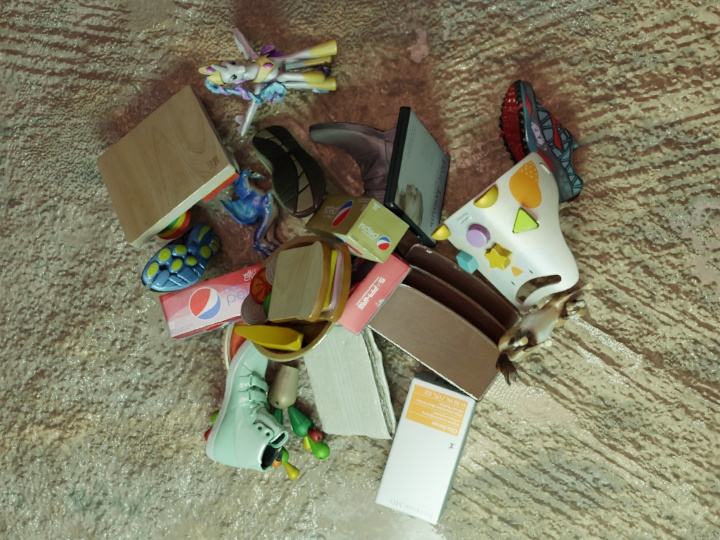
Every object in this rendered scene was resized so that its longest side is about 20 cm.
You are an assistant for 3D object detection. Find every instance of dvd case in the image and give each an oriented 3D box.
[{"bbox_3d":[0.083,-0.127,1.343,0.018,0.200,0.143,5,77,22],"label":"dvd case"}]

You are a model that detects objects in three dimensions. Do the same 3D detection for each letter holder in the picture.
[{"bbox_3d":[0.126,0.068,1.374,0.200,0.101,0.142,35,97,-6],"label":"letter holder"}]

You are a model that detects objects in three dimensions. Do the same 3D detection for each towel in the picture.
[{"bbox_3d":[-0.023,0.159,1.431,0.132,0.034,0.200,-2,108,37],"label":"towel"}]

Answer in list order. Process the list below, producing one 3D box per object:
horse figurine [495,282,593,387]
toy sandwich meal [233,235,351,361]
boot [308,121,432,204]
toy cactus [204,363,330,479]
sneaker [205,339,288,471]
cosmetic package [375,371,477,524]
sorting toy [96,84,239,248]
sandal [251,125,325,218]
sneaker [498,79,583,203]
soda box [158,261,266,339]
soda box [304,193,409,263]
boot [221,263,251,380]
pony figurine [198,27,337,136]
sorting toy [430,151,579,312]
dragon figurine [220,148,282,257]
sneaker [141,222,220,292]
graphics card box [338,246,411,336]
[{"bbox_3d":[0.249,0.083,1.314,0.200,0.133,0.050,-39,89,-18],"label":"horse figurine"},{"bbox_3d":[-0.099,0.032,1.312,0.205,0.070,0.205,-17,61,34],"label":"toy sandwich meal"},{"bbox_3d":[0.009,-0.156,1.444,0.200,0.070,0.132,9,98,17],"label":"boot"},{"bbox_3d":[-0.138,0.228,1.477,0.200,0.102,0.165,14,84,21],"label":"toy cactus"},{"bbox_3d":[-0.143,0.198,1.405,0.118,0.074,0.201,12,80,28],"label":"sneaker"},{"bbox_3d":[0.102,0.264,1.423,0.101,0.071,0.200,17,95,12],"label":"cosmetic package"},{"bbox_3d":[-0.293,-0.153,1.479,0.199,0.070,0.200,-37,55,9],"label":"sorting toy"},{"bbox_3d":[-0.106,-0.149,1.450,0.080,0.057,0.201,-21,48,-9],"label":"sandal"},{"bbox_3d":[0.268,-0.185,1.388,0.095,0.079,0.200,-7,75,-21],"label":"sneaker"},{"bbox_3d":[-0.195,0.043,1.431,0.200,0.063,0.070,-19,81,2],"label":"soda box"},{"bbox_3d":[-0.010,-0.062,1.329,0.068,0.200,0.064,36,83,-20],"label":"soda box"},{"bbox_3d":[-0.157,0.095,1.484,0.107,0.075,0.200,8,91,9],"label":"boot"},{"bbox_3d":[-0.139,-0.297,1.430,0.200,0.193,0.167,-7,92,-6],"label":"pony figurine"},{"bbox_3d":[0.214,-0.032,1.336,0.180,0.107,0.200,51,137,1],"label":"sorting toy"},{"bbox_3d":[-0.179,-0.106,1.491,0.200,0.059,0.099,42,99,8],"label":"dragon figurine"},{"bbox_3d":[-0.280,-0.009,1.452,0.083,0.200,0.071,-36,100,23],"label":"sneaker"},{"bbox_3d":[0.000,0.000,1.381,0.051,0.200,0.125,35,101,-18],"label":"graphics card box"}]
